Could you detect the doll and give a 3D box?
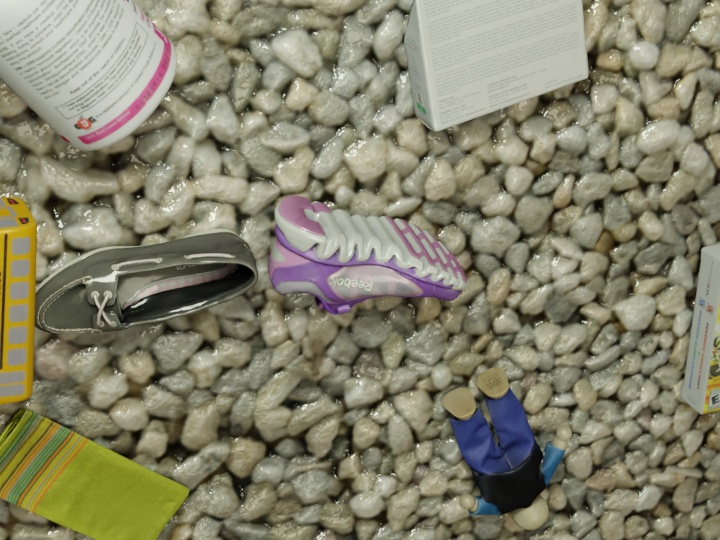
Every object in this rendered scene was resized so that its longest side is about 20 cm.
[{"bbox_3d":[0.153,0.191,1.713,0.136,0.048,0.201,-30,126,-9],"label":"doll"}]

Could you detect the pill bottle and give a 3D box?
[{"bbox_3d":[-0.238,-0.192,1.256,0.113,0.113,0.200,-43,128,0],"label":"pill bottle"}]

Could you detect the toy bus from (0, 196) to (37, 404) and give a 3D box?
[{"bbox_3d":[-0.309,0.045,1.381,0.078,0.065,0.201,-7,119,-26],"label":"toy bus"}]

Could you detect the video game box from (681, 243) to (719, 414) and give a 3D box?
[{"bbox_3d":[0.441,0.047,1.787,0.199,0.047,0.183,-11,119,-22],"label":"video game box"}]

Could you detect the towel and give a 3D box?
[{"bbox_3d":[-0.250,0.195,1.525,0.200,0.018,0.086,33,99,-37],"label":"towel"}]

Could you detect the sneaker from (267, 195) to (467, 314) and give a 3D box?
[{"bbox_3d":[0.000,0.000,1.515,0.199,0.081,0.089,13,116,-27],"label":"sneaker"}]

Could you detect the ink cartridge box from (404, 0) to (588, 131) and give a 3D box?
[{"bbox_3d":[0.113,-0.237,1.460,0.160,0.050,0.201,-20,120,-16],"label":"ink cartridge box"}]

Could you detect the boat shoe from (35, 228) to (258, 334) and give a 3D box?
[{"bbox_3d":[-0.182,0.014,1.434,0.199,0.057,0.067,-17,123,-19],"label":"boat shoe"}]
